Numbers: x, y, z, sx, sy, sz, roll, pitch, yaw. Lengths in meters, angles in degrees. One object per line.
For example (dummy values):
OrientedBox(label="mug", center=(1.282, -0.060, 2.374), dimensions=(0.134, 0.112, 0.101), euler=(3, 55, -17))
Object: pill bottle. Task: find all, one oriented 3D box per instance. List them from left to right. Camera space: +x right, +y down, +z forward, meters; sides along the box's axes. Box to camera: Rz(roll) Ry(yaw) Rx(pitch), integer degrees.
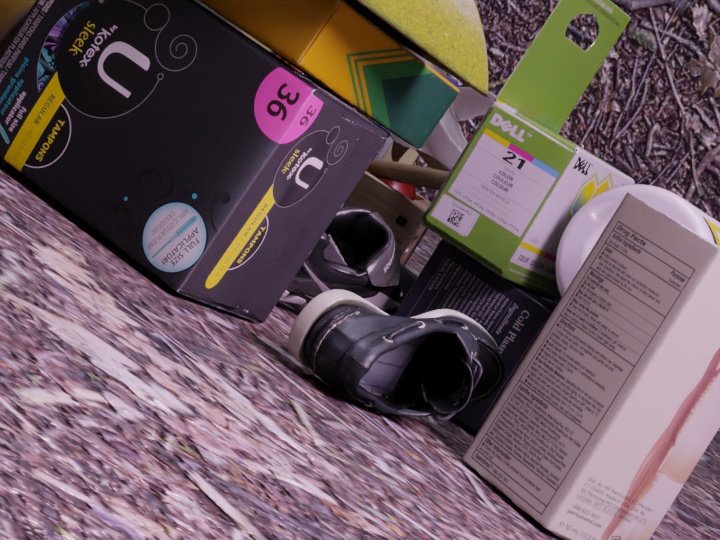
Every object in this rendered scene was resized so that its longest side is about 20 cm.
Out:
OrientedBox(label="pill bottle", center=(0.215, 0.008, 1.762), dimensions=(0.111, 0.111, 0.200), euler=(35, 6, 22))

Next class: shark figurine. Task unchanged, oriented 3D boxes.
OrientedBox(label="shark figurine", center=(0.069, -0.100, 1.977), dimensions=(0.089, 0.128, 0.215), euler=(1, 41, -50))

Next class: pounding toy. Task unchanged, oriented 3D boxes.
OrientedBox(label="pounding toy", center=(-0.013, -0.058, 1.992), dimensions=(0.184, 0.142, 0.200), euler=(33, 5, 4))

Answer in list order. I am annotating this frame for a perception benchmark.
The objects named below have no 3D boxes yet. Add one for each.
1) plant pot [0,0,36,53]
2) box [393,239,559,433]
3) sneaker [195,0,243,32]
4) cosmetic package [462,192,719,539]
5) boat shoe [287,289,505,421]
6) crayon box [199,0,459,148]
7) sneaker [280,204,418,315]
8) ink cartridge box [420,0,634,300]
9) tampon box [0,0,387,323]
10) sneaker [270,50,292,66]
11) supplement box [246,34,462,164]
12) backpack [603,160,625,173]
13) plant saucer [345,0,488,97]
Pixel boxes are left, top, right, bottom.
OrientedBox(label="plant pot", center=(-0.286, -0.237, 1.850), dimensions=(0.189, 0.201, 0.201), euler=(51, 9, 13))
OrientedBox(label="box", center=(0.128, 0.074, 1.812), dimensions=(0.182, 0.104, 0.200), euler=(33, 5, 17))
OrientedBox(label="sneaker", center=(-0.166, -0.162, 1.740), dimensions=(0.111, 0.200, 0.077), euler=(35, -9, 34))
OrientedBox(label="cosmetic package", center=(0.167, 0.068, 1.555), dimensions=(0.087, 0.200, 0.103), euler=(28, 7, -38))
OrientedBox(label="boat shoe", center=(0.039, 0.062, 1.557), dimensions=(0.066, 0.075, 0.199), euler=(39, 8, 36))
OrientedBox(label="crayon box", center=(-0.036, -0.155, 1.592), dimensions=(0.126, 0.052, 0.200), euler=(36, 2, 33))
OrientedBox(label="sneaker", center=(0.000, 0.000, 1.760), dimensions=(0.090, 0.067, 0.200), euler=(-20, -27, 34))
OrientedBox(label="ink cartridge box", center=(0.144, -0.089, 1.750), dimensions=(0.076, 0.200, 0.148), euler=(34, 6, 22))
OrientedBox(label="tampon box", center=(-0.117, -0.088, 1.576), dimensions=(0.200, 0.150, 0.126), euler=(35, 4, 24))
OrientedBox(label="sneaker", center=(-0.074, -0.112, 1.870), dimensions=(0.078, 0.200, 0.112), euler=(44, 10, -17))
OrientedBox(label="supplement box", center=(-0.048, -0.135, 2.180), dimensions=(0.200, 0.200, 0.134), euler=(33, 5, -6))
OrientedBox(label="backpack", center=(0.145, 0.018, 2.025), dimensions=(0.167, 0.200, 0.127), euler=(-6, -7, 23))
OrientedBox(label="plant saucer", center=(-0.022, -0.203, 1.549), dimensions=(0.200, 0.048, 0.200), euler=(32, 3, -44))
